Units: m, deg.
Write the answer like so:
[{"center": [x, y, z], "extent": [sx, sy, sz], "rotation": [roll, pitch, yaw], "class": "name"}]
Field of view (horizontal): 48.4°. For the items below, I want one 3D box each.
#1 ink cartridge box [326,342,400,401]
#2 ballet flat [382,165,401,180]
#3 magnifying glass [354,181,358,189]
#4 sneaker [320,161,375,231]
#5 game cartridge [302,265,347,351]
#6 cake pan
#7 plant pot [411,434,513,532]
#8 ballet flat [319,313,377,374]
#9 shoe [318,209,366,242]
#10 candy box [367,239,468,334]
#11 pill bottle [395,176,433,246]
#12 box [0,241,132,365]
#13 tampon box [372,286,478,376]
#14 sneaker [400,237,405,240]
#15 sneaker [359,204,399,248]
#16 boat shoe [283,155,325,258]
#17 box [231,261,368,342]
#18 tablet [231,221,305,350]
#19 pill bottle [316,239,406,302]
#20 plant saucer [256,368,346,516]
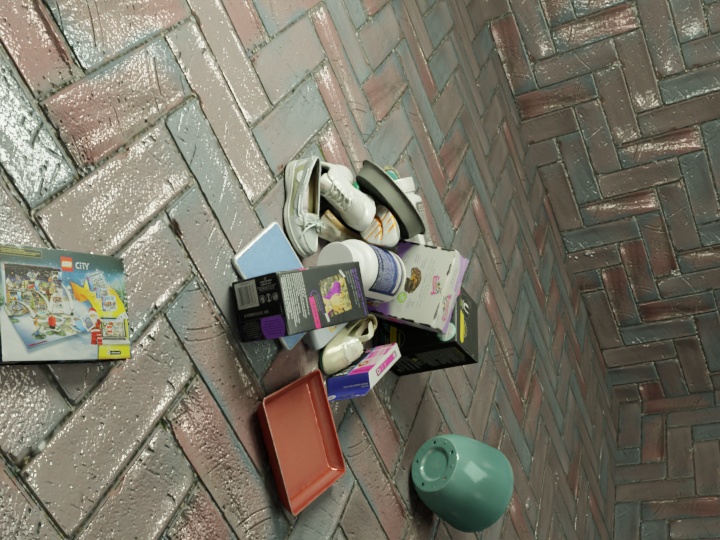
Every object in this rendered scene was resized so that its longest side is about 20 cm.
[{"center": [0.001, 0.199, 1.569], "extent": [0.200, 0.095, 0.037], "rotation": [-40, 114, -61], "class": "ink cartridge box"}, {"center": [0.102, -0.171, 1.982], "extent": [0.075, 0.068, 0.200], "rotation": [-78, 145, -68], "class": "ballet flat"}, {"center": [0.012, -0.109, 1.817], "extent": [0.080, 0.022, 0.200], "rotation": [22, 60, -59], "class": "magnifying glass"}, {"center": [-0.045, -0.152, 1.625], "extent": [0.099, 0.078, 0.200], "rotation": [17, 26, -44], "class": "sneaker"}, {"center": [-0.071, 0.059, 1.562], "extent": [0.200, 0.042, 0.133], "rotation": [-42, 119, -61], "class": "game cartridge"}, {"center": [0.058, -0.142, 1.668], "extent": [0.200, 0.037, 0.200], "rotation": [49, -7, 9], "class": "cake pan"}, {"center": [0.208, 0.453, 1.763], "extent": [0.161, 0.201, 0.201], "rotation": [36, 46, -35], "class": "plant pot"}, {"center": [-0.016, 0.141, 1.593], "extent": [0.070, 0.069, 0.200], "rotation": [68, 28, -17], "class": "ballet flat"}, {"center": [-0.036, -0.072, 1.681], "extent": [0.070, 0.053, 0.200], "rotation": [44, 7, 30], "class": "shoe"}, {"center": [0.106, 0.029, 1.684], "extent": [0.072, 0.200, 0.168], "rotation": [31, 75, -54], "class": "candy box"}, {"center": [0.099, -0.113, 1.885], "extent": [0.114, 0.114, 0.200], "rotation": [-18, 95, -64], "class": "pill bottle"}, {"center": [-0.368, 0.045, 0.978], "extent": [0.200, 0.038, 0.137], "rotation": [10, 69, -62], "class": "box"}, {"center": [0.145, 0.129, 1.766], "extent": [0.126, 0.200, 0.150], "rotation": [43, 41, -48], "class": "tampon box"}, {"center": [0.063, -0.105, 1.802], "extent": [0.200, 0.081, 0.074], "rotation": [70, 25, -14], "class": "sneaker"}, {"center": [0.035, -0.092, 1.655], "extent": [0.077, 0.078, 0.200], "rotation": [42, 3, -33], "class": "sneaker"}, {"center": [-0.103, -0.124, 1.546], "extent": [0.074, 0.065, 0.202], "rotation": [30, 53, -56], "class": "boat shoe"}, {"center": [-0.099, 0.051, 1.360], "extent": [0.200, 0.122, 0.106], "rotation": [-8, 87, -49], "class": "box"}, {"center": [-0.141, 0.027, 1.420], "extent": [0.130, 0.014, 0.200], "rotation": [-48, 119, -41], "class": "tablet"}, {"center": [0.000, 0.000, 1.564], "extent": [0.200, 0.111, 0.111], "rotation": [16, 64, -61], "class": "pill bottle"}, {"center": [-0.106, 0.292, 1.384], "extent": [0.200, 0.037, 0.200], "rotation": [-19, 95, -63], "class": "plant saucer"}]
